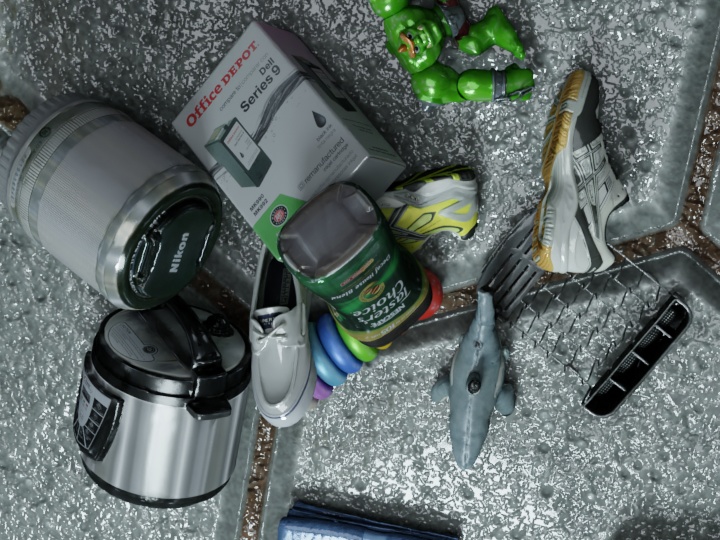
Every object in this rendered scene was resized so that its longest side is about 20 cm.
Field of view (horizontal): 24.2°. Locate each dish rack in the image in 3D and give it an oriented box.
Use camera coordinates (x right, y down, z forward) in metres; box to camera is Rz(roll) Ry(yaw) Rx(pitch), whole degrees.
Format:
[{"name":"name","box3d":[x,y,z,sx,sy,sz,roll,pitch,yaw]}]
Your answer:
[{"name":"dish rack","box3d":[0.221,0.034,1.720,0.199,0.055,0.154,38,109,-1]}]

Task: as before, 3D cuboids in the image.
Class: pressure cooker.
[{"name":"pressure cooker","box3d":[-0.203,0.122,1.762,0.174,0.179,0.202,17,117,9]}]

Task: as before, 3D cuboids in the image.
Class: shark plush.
[{"name":"shark plush","box3d":[0.129,0.106,1.724,0.090,0.084,0.201,21,125,2]}]

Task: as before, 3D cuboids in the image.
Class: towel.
[{"name":"towel","box3d":[0.005,0.327,1.851,0.198,0.049,0.113,10,107,8]}]

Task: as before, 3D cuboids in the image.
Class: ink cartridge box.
[{"name":"ink cartridge box","box3d":[-0.075,-0.126,1.677,0.146,0.084,0.200,-48,66,18]}]

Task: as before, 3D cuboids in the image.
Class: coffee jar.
[{"name":"coffee jar","box3d":[0.000,0.000,1.636,0.104,0.200,0.085,-40,61,0]}]

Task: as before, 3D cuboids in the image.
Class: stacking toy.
[{"name":"stacking toy","box3d":[-0.001,0.062,1.768,0.199,0.085,0.086,-34,97,11]}]

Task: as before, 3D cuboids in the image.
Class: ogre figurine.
[{"name":"ogre figurine","box3d":[0.083,-0.241,1.652,0.119,0.098,0.201,-28,120,1]}]

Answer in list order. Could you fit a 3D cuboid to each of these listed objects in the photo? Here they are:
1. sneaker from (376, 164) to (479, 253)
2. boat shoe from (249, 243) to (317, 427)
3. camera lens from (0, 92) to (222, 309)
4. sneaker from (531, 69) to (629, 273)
[{"name":"sneaker","box3d":[0.026,-0.050,1.725,0.198,0.075,0.077,-11,103,16]},{"name":"boat shoe","box3d":[-0.088,0.059,1.725,0.073,0.065,0.202,-13,61,18]},{"name":"camera lens","box3d":[-0.251,-0.069,1.703,0.199,0.159,0.161,35,111,25]},{"name":"sneaker","box3d":[0.224,-0.095,1.665,0.087,0.076,0.203,8,87,-6]}]
